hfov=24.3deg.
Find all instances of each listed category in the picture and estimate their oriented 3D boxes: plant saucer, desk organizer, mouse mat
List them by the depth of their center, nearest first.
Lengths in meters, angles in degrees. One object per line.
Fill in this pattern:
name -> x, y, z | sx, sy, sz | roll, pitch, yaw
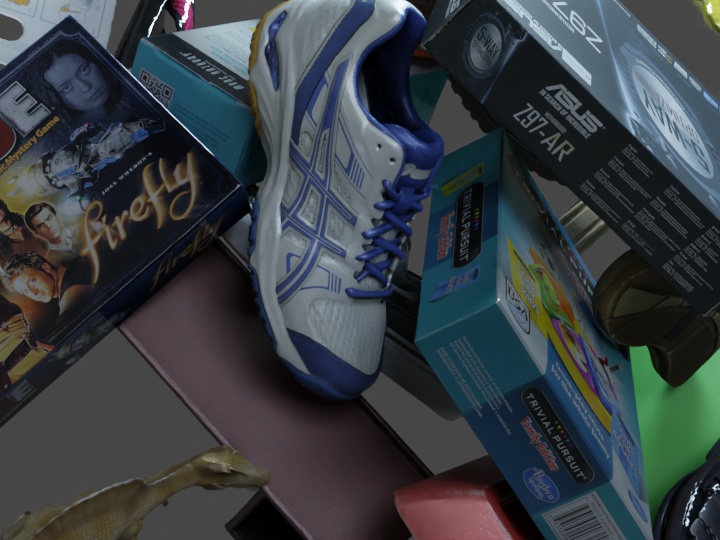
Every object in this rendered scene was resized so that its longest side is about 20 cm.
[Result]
plant saucer -> 0.118, 0.174, 0.846 | 0.200, 0.037, 0.200 | 58, 22, 12
desk organizer -> -0.055, 0.077, 0.862 | 0.200, 0.072, 0.077 | 48, 56, 5
mouse mat -> 0.184, 0.079, 1.015 | 0.200, 0.008, 0.161 | -28, 77, -36

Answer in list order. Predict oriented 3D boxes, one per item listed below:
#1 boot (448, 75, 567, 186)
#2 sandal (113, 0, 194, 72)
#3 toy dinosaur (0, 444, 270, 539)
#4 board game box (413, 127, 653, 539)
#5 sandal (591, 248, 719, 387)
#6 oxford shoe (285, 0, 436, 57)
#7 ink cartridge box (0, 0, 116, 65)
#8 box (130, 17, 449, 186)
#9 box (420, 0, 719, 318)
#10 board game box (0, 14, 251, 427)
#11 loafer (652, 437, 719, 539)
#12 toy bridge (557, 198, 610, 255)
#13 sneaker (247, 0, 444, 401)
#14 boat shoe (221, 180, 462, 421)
boot -> 0.111, -0.163, 1.021 | 0.211, 0.158, 0.079 | 48, 53, 6
sandal -> -0.112, -0.126, 0.948 | 0.045, 0.075, 0.200 | 25, 52, -13
toy dinosaur -> -0.141, 0.125, 0.773 | 0.200, 0.101, 0.058 | -25, 75, -33
board game box -> 0.089, 0.034, 0.855 | 0.151, 0.047, 0.200 | 56, 19, -21
sandal -> 0.173, 0.014, 0.947 | 0.054, 0.080, 0.200 | 49, 13, 29
oxford shoe -> 0.040, -0.160, 0.958 | 0.199, 0.073, 0.071 | 18, 27, -5
ink cartridge box -> -0.213, -0.200, 0.962 | 0.162, 0.057, 0.201 | 16, 65, -17
box -> -0.036, -0.100, 0.928 | 0.082, 0.049, 0.200 | 34, 29, 22
box -> 0.124, -0.089, 0.859 | 0.200, 0.044, 0.160 | 43, 27, -12
board game box -> -0.173, -0.015, 0.817 | 0.200, 0.035, 0.135 | -42, 72, -13
loafer -> 0.217, 0.129, 0.929 | 0.072, 0.063, 0.200 | 49, 36, -1
toy bridge -> 0.137, -0.028, 1.015 | 0.200, 0.067, 0.027 | -35, 81, -35
sneaker -> -0.003, -0.036, 0.811 | 0.075, 0.088, 0.201 | -11, 96, -57
boat shoe -> 0.000, 0.000, 0.907 | 0.200, 0.072, 0.071 | 37, 95, -23
